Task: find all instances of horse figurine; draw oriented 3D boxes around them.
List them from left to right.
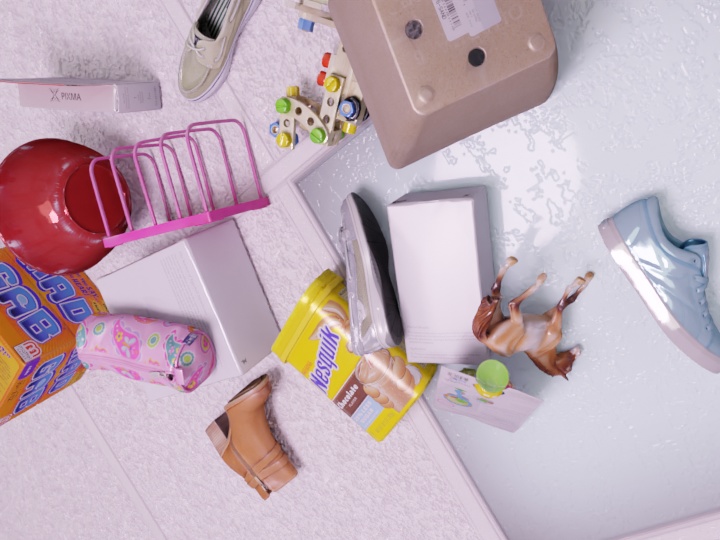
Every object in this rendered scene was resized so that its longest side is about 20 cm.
[{"bbox_3d":[0.191,0.057,0.702,0.050,0.195,0.135,53,127,48],"label":"horse figurine"}]

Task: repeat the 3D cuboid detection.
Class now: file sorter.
[{"bbox_3d":[-0.254,-0.122,0.858,0.195,0.138,0.129,-9,100,27],"label":"file sorter"}]

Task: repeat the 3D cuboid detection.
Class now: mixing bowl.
[{"bbox_3d":[-0.408,-0.096,0.893,0.106,0.199,0.206,-2,106,37],"label":"mixing bowl"}]

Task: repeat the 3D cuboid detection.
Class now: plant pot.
[{"bbox_3d":[0.083,-0.231,0.598,0.195,0.177,0.205,-22,97,6],"label":"plant pot"}]

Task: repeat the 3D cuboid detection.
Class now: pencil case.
[{"bbox_3d":[-0.295,0.110,0.843,0.195,0.087,0.090,8,110,24],"label":"pencil case"}]

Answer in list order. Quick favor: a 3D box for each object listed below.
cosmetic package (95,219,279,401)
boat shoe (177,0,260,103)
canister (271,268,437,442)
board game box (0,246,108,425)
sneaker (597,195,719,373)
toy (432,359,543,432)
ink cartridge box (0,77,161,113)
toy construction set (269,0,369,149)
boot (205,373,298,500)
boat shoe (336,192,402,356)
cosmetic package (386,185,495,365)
[{"bbox_3d":[-0.252,0.060,0.923,0.196,0.123,0.204,-17,99,30],"label":"cosmetic package"},{"bbox_3d":[-0.199,-0.309,0.812,0.072,0.062,0.201,42,120,7],"label":"boat shoe"},{"bbox_3d":[-0.009,0.118,0.844,0.199,0.086,0.150,39,124,7],"label":"canister"},{"bbox_3d":[-0.578,0.100,1.048,0.201,0.199,0.200,47,120,4],"label":"board game box"},{"bbox_3d":[0.340,0.013,0.651,0.082,0.074,0.202,-38,89,33],"label":"sneaker"},{"bbox_3d":[0.150,0.145,0.748,0.112,0.201,0.048,17,71,11],"label":"toy"},{"bbox_3d":[-0.413,-0.247,0.871,0.195,0.173,0.045,9,111,22],"label":"ink cartridge box"},{"bbox_3d":[-0.046,-0.238,0.752,0.128,0.092,0.204,23,126,17],"label":"toy construction set"},{"bbox_3d":[-0.155,0.267,0.968,0.156,0.076,0.200,47,122,7],"label":"boot"},{"bbox_3d":[0.001,0.001,0.777,0.063,0.074,0.208,-19,74,20],"label":"boat shoe"},{"bbox_3d":[0.105,0.006,0.759,0.110,0.081,0.206,0,106,25],"label":"cosmetic package"}]
